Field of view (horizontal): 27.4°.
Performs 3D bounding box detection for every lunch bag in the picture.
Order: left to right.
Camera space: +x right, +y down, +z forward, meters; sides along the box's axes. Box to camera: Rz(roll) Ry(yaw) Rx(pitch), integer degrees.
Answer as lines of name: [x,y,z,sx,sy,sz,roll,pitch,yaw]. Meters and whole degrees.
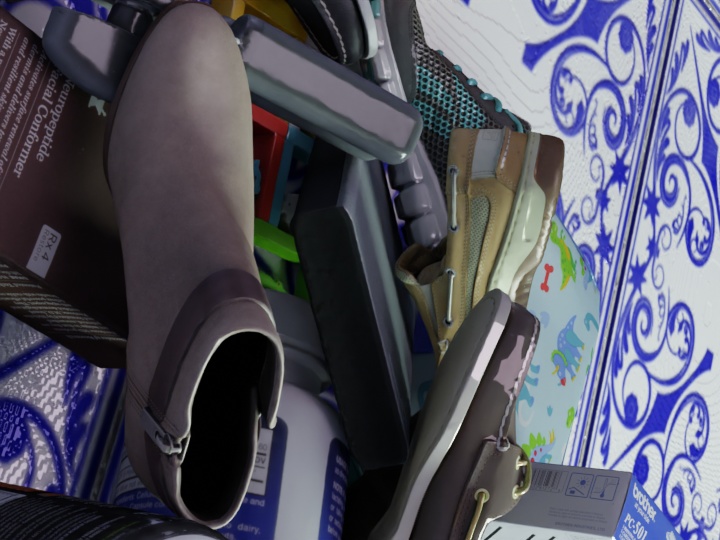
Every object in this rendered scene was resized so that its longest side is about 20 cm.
lunch bag: [0.086,0.048,0.992,0.161,0.082,0.201,49,51,-41]

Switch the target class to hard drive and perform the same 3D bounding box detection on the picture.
hard drive: [0.000,0.000,0.809,0.200,0.033,0.141,-82,159,-69]

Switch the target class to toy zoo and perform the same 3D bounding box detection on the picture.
toy zoo: [-0.050,-0.078,0.866,0.131,0.020,0.202,25,71,-50]

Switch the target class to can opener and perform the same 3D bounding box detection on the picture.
can opener: [-0.060,-0.092,0.704,0.199,0.053,0.067,20,89,-33]

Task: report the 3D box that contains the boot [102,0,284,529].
boot: [-0.064,0.001,0.618,0.070,0.146,0.202,-2,111,-18]

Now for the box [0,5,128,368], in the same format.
box: [-0.149,-0.035,0.696,0.200,0.074,0.101,39,61,-48]

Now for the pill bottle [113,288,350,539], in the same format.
pill bottle: [-0.067,0.117,0.761,0.120,0.119,0.202,36,53,-47]

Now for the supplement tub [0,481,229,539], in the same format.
supplement tub: [-0.143,0.150,0.602,0.122,0.199,0.124,-2,93,-50]

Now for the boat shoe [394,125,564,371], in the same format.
boat shoe: [0.056,0.006,0.823,0.072,0.076,0.201,-77,178,-59]

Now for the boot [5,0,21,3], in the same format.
boot: [-0.140,-0.251,0.697,0.181,0.072,0.201,-37,113,-18]

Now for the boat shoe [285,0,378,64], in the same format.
boat shoe: [-0.059,-0.192,0.807,0.060,0.076,0.201,-36,109,-15]

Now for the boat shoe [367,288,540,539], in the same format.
boat shoe: [0.050,0.109,0.747,0.072,0.059,0.201,-104,-144,-81]

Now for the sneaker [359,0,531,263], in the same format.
sneaker: [0.055,-0.086,0.886,0.078,0.090,0.202,-167,-118,-84]

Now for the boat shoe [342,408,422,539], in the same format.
boat shoe: [0.004,0.161,0.825,0.068,0.200,0.072,45,11,-34]

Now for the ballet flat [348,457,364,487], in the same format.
ballet flat: [-0.016,0.168,0.899,0.063,0.068,0.202,-80,162,-72]

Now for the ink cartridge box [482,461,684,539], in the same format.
ink cartridge box: [0.090,0.155,0.910,0.094,0.199,0.044,49,54,-41]
